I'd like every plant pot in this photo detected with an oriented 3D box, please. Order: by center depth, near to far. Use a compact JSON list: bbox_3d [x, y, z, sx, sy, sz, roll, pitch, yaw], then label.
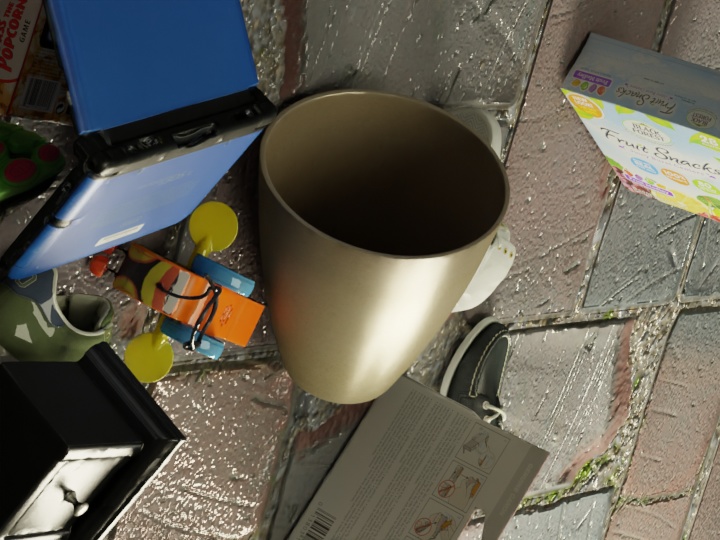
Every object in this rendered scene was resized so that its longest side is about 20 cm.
[{"bbox_3d":[0.000,0.000,1.601,0.187,0.187,0.201,-31,148,-39],"label":"plant pot"}]

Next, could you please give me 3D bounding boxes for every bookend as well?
[{"bbox_3d":[-0.244,0.146,1.319,0.200,0.092,0.198,-49,158,17],"label":"bookend"}]

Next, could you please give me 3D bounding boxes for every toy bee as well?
[{"bbox_3d":[-0.130,0.005,1.494,0.131,0.108,0.200,-59,171,-22],"label":"toy bee"}]

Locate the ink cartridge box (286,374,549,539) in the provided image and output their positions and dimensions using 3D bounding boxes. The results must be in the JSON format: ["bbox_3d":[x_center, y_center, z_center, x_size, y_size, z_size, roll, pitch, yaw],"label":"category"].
[{"bbox_3d":[0.047,0.207,1.773,0.201,0.176,0.045,-57,145,-10],"label":"ink cartridge box"}]

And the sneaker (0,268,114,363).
[{"bbox_3d":[-0.193,0.062,1.453,0.090,0.067,0.200,-52,141,-8],"label":"sneaker"}]

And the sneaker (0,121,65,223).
[{"bbox_3d":[-0.268,-0.022,1.313,0.200,0.077,0.084,-39,155,-27],"label":"sneaker"}]

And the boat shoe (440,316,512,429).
[{"bbox_3d":[0.100,0.143,1.905,0.075,0.060,0.201,7,105,-54],"label":"boat shoe"}]

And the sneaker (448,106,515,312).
[{"bbox_3d":[0.088,-0.050,1.766,0.115,0.074,0.201,-13,130,-51],"label":"sneaker"}]

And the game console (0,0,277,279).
[{"bbox_3d":[-0.154,-0.106,1.338,0.171,0.119,0.200,-46,168,31],"label":"game console"}]

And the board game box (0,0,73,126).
[{"bbox_3d":[-0.159,-0.191,1.359,0.151,0.046,0.201,6,106,-54],"label":"board game box"}]

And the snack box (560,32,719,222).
[{"bbox_3d":[0.291,-0.119,1.901,0.068,0.168,0.200,-59,145,-13],"label":"snack box"}]
